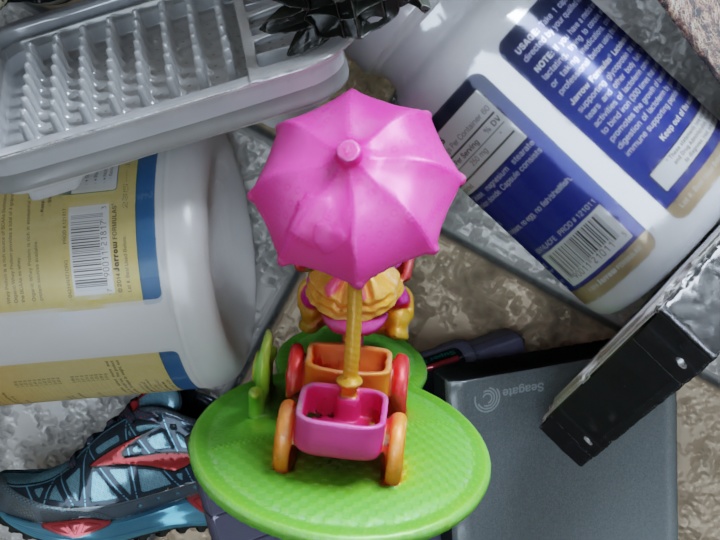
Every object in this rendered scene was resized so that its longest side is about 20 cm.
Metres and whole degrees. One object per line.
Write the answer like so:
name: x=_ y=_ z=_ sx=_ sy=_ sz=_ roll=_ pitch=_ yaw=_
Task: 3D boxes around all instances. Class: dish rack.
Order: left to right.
dish rack: x=-0.100 y=-0.099 z=0.778 sx=0.199 sy=0.172 sz=0.044 roll=-16 pitch=122 yaw=-1

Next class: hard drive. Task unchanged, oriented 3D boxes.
hard drive: x=0.113 y=0.143 z=0.883 sx=0.139 sy=0.033 sz=0.202 roll=-8 pitch=104 yaw=-17
hard drive: x=0.165 y=0.015 z=0.761 sx=0.038 sy=0.200 sz=0.140 roll=43 pitch=70 yaw=8

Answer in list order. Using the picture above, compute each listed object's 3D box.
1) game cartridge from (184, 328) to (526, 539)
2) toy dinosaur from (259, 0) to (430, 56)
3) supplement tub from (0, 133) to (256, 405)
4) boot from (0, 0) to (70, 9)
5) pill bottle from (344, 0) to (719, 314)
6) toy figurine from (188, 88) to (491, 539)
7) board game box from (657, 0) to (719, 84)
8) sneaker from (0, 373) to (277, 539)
game cartridge: x=0.011 y=0.119 z=0.876 sx=0.199 sy=0.038 sz=0.130 roll=-18 pitch=111 yaw=-15
toy dinosaur: x=-0.004 y=-0.185 z=0.703 sx=0.199 sy=0.136 sz=0.102 roll=-10 pitch=134 yaw=15
supplement tub: x=-0.165 y=-0.003 z=0.833 sx=0.198 sy=0.145 sz=0.146 roll=-5 pitch=107 yaw=7
boot: x=-0.242 y=-0.186 z=0.776 sx=0.203 sy=0.154 sz=0.074 roll=27 pitch=108 yaw=-4
pill bottle: x=0.090 y=-0.083 z=0.795 sx=0.200 sy=0.116 sz=0.116 roll=43 pitch=107 yaw=-2
toy figurine: x=0.000 y=0.000 z=0.750 sx=0.149 sy=0.200 sz=0.185 roll=7 pitch=116 yaw=2
board game box: x=0.248 y=-0.136 z=0.777 sx=0.159 sy=0.097 sz=0.200 roll=-37 pitch=101 yaw=15
sneaker: x=-0.120 y=0.101 z=0.908 sx=0.198 sy=0.079 sz=0.096 roll=-7 pitch=102 yaw=-2
